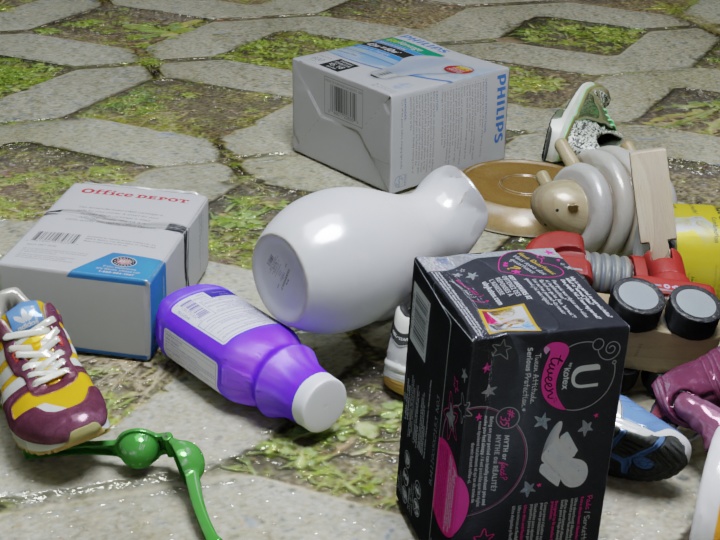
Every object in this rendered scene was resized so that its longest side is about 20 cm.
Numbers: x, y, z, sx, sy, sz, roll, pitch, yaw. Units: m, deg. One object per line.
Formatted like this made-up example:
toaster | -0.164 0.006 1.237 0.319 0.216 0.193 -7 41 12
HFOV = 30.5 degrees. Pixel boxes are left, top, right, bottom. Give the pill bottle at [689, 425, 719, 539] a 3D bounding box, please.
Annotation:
pill bottle | 0.325 0.177 0.873 0.198 0.118 0.116 12 27 21

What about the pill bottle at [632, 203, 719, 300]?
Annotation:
pill bottle | 0.369 -0.006 1.273 0.197 0.113 0.112 2 25 0

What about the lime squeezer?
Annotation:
lime squeezer | -0.163 0.152 0.997 0.198 0.038 0.071 19 62 30

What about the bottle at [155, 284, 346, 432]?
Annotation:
bottle | -0.092 0.074 1.118 0.083 0.066 0.199 -15 30 -40

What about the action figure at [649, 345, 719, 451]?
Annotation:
action figure | 0.293 0.083 1.037 0.199 0.150 0.134 -29 13 9

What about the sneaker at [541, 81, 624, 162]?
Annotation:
sneaker | 0.300 -0.179 1.705 0.088 0.077 0.200 25 36 15

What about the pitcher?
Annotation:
pitcher | 0.000 0.000 1.171 0.199 0.173 0.121 -18 53 -38

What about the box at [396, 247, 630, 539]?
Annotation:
box | 0.100 0.102 0.917 0.113 0.202 0.132 -3 25 -15

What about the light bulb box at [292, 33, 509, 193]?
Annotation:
light bulb box | 0.049 -0.201 1.646 0.199 0.126 0.197 -19 32 -37

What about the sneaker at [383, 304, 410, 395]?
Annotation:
sneaker | 0.098 0.043 1.176 0.075 0.089 0.199 17 27 33

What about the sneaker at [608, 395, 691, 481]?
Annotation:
sneaker | 0.173 0.103 1.048 0.199 0.076 0.077 21 56 31

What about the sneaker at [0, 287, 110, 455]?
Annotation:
sneaker | -0.258 0.075 1.046 0.074 0.091 0.199 -18 22 -26

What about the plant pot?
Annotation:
plant pot | 0.192 -0.091 1.540 0.197 0.028 0.200 1 25 -1

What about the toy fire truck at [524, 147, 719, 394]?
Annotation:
toy fire truck | 0.225 -0.008 1.175 0.174 0.130 0.201 8 40 -2

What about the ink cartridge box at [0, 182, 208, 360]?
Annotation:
ink cartridge box | -0.237 -0.005 1.252 0.143 0.085 0.200 7 26 8

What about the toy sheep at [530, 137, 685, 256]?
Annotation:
toy sheep | 0.264 -0.069 1.382 0.198 0.139 0.138 -4 25 -26
